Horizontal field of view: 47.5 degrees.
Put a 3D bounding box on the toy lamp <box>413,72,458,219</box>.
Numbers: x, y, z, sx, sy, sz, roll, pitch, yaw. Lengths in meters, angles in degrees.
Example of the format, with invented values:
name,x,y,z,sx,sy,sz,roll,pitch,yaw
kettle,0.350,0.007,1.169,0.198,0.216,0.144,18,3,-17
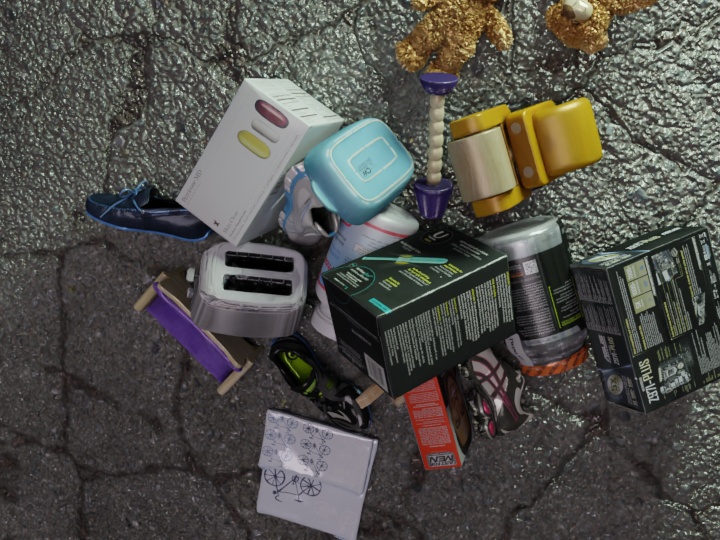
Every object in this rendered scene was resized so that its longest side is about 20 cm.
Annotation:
name,x,y,z,sx,sy,sz,roll,pitch,yaw
toy lamp,0.104,-0.168,1.129,0.058,0.058,0.201,9,119,12

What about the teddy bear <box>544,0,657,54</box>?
name,x,y,z,sx,sy,sz,roll,pitch,yaw
teddy bear,0.313,-0.374,1.024,0.200,0.067,0.145,-36,91,20

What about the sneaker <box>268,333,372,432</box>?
name,x,y,z,sx,sy,sz,roll,pitch,yaw
sneaker,-0.068,0.181,1.259,0.200,0.083,0.071,44,110,0

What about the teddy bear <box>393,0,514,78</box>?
name,x,y,z,sx,sy,sz,roll,pitch,yaw
teddy bear,0.131,-0.334,1.089,0.200,0.067,0.145,-35,96,20

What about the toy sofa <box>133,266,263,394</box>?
name,x,y,z,sx,sy,sz,roll,pitch,yaw
toy sofa,-0.257,0.096,1.279,0.200,0.098,0.083,45,110,-1

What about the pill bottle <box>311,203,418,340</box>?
name,x,y,z,sx,sy,sz,roll,pitch,yaw
pill bottle,0.000,0.000,1.184,0.108,0.109,0.201,25,108,7

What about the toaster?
name,x,y,z,sx,sy,sz,roll,pitch,yaw
toaster,-0.152,0.029,1.189,0.199,0.129,0.114,7,67,-9

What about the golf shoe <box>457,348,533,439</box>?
name,x,y,z,sx,sy,sz,roll,pitch,yaw
golf shoe,0.189,0.145,1.202,0.088,0.077,0.201,-17,103,-2

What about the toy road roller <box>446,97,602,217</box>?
name,x,y,z,sx,sy,sz,roll,pitch,yaw
toy road roller,0.216,-0.158,1.045,0.146,0.200,0.123,-11,101,39

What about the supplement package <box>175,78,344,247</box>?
name,x,y,z,sx,sy,sz,roll,pitch,yaw
supplement package,-0.139,-0.156,1.152,0.111,0.156,0.200,36,110,6

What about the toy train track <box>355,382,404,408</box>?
name,x,y,z,sx,sy,sz,roll,pitch,yaw
toy train track,0.030,0.141,1.195,0.115,0.033,0.200,-41,130,-11

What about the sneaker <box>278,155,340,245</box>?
name,x,y,z,sx,sy,sz,roll,pitch,yaw
sneaker,-0.065,-0.072,1.144,0.075,0.200,0.087,-27,70,-14

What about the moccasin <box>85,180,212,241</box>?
name,x,y,z,sx,sy,sz,roll,pitch,yaw
moccasin,-0.322,-0.101,1.262,0.199,0.081,0.068,9,121,-1

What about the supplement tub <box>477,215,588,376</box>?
name,x,y,z,sx,sy,sz,roll,pitch,yaw
supplement tub,0.241,0.035,1.124,0.122,0.123,0.201,-15,99,17

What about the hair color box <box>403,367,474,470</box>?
name,x,y,z,sx,sy,sz,roll,pitch,yaw
hair color box,0.107,0.177,1.198,0.061,0.102,0.201,-11,105,22

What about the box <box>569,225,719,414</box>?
name,x,y,z,sx,sy,sz,roll,pitch,yaw
box,0.388,0.061,1.075,0.163,0.086,0.201,-21,100,-16

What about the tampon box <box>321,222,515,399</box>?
name,x,y,z,sx,sy,sz,roll,pitch,yaw
tampon box,0.078,0.046,1.080,0.199,0.150,0.127,-24,121,-22

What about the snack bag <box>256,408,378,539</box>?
name,x,y,z,sx,sy,sz,roll,pitch,yaw
snack bag,-0.079,0.337,1.334,0.188,0.021,0.201,15,107,10

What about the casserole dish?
name,x,y,z,sx,sy,sz,roll,pitch,yaw
casserole dish,0.007,-0.141,1.099,0.121,0.200,0.039,51,133,-3
